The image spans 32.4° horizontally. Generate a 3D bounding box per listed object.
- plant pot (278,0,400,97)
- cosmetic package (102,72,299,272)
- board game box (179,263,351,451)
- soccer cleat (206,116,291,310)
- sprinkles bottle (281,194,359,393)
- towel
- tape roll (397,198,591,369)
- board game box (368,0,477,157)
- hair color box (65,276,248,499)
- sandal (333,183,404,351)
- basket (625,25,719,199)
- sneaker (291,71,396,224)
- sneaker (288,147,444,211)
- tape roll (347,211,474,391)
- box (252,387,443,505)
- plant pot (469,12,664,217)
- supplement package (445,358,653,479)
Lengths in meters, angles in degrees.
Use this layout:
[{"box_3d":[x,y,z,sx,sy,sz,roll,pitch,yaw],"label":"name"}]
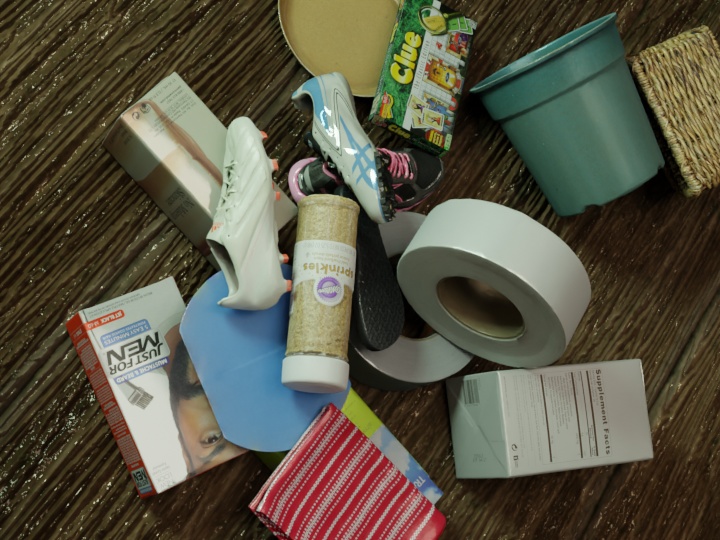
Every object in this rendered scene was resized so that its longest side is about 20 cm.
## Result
[{"box_3d":[-0.012,-0.302,1.515,0.200,0.027,0.200,7,73,-23],"label":"plant pot"},{"box_3d":[-0.174,-0.101,1.338,0.200,0.103,0.087,47,64,-5],"label":"cosmetic package"},{"box_3d":[-0.106,0.092,1.297,0.158,0.039,0.200,-23,90,-31],"label":"board game box"},{"box_3d":[-0.121,-0.058,1.259,0.077,0.069,0.200,-7,85,-20],"label":"soccer cleat"},{"box_3d":[-0.041,0.024,1.285,0.068,0.068,0.200,10,73,-23],"label":"sprinkles bottle"},{"box_3d":[-0.007,0.256,1.294,0.200,0.022,0.145,47,65,-20],"label":"towel"},{"box_3d":[0.142,0.017,1.326,0.202,0.202,0.071,39,61,-11],"label":"tape roll"},{"box_3d":[0.078,-0.244,1.505,0.105,0.023,0.200,23,62,-17],"label":"board game box"},{"box_3d":[-0.210,0.120,1.280,0.111,0.064,0.200,-23,87,-30],"label":"hair color box"},{"box_3d":[0.000,0.000,1.353,0.075,0.045,0.200,18,52,-47],"label":"sandal"},{"box_3d":[0.404,-0.193,1.619,0.149,0.143,0.200,-27,91,-27],"label":"basket"},{"box_3d":[-0.016,-0.127,1.346,0.072,0.072,0.200,-27,62,4],"label":"sneaker"},{"box_3d":[0.021,-0.113,1.439,0.200,0.095,0.079,-9,77,-28],"label":"sneaker"},{"box_3d":[0.046,0.036,1.425,0.200,0.066,0.201,7,73,-24],"label":"tape roll"},{"box_3d":[-0.017,0.213,1.354,0.200,0.048,0.122,49,62,-6],"label":"box"},{"box_3d":[0.267,-0.184,1.532,0.200,0.200,0.196,-32,98,-29],"label":"plant pot"},{"box_3d":[0.218,0.171,1.434,0.200,0.121,0.120,-2,82,-27],"label":"supplement package"}]
